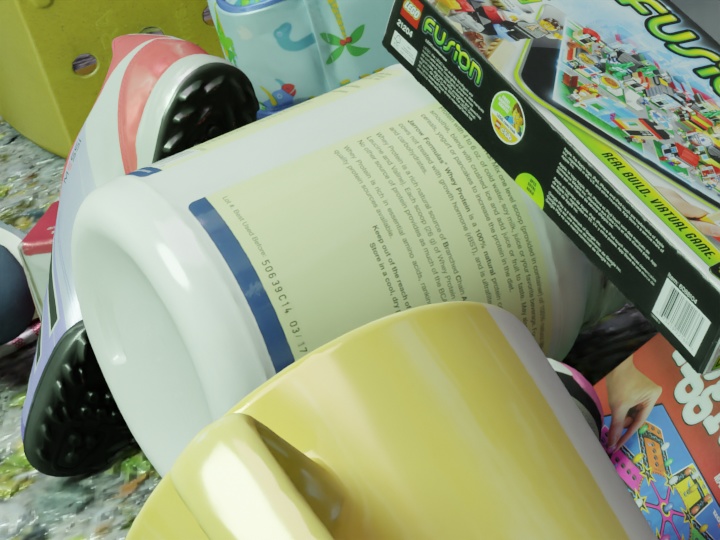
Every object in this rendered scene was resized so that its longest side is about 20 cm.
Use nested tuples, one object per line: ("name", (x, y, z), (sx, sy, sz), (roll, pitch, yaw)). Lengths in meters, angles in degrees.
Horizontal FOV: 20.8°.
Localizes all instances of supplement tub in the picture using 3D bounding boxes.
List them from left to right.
("supplement tub", (0.000, 0.000, 0.797), (0.200, 0.145, 0.145), (-24, 26, -24))

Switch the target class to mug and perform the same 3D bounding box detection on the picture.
("mug", (0.019, 0.115, 0.535), (0.186, 0.149, 0.153), (-4, 45, -45))

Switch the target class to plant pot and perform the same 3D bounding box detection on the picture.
("plant pot", (-0.153, -0.181, 1.234), (0.200, 0.200, 0.176), (-23, 37, -10))

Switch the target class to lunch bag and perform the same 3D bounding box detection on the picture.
("lunch bag", (0.025, -0.146, 0.965), (0.200, 0.083, 0.161), (-18, 27, -3))

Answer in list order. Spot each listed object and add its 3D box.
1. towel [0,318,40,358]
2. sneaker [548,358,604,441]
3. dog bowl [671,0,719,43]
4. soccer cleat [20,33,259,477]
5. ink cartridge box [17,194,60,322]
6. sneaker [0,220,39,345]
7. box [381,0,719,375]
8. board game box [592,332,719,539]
("towel", (-0.259, 0.036, 1.038), (0.200, 0.030, 0.146), (-29, 28, -21))
("sneaker", (0.003, 0.101, 0.689), (0.200, 0.074, 0.087), (-26, 26, -3))
("dog bowl", (0.207, -0.090, 0.928), (0.200, 0.079, 0.200), (-15, 26, 7))
("soccer cleat", (-0.109, -0.007, 0.864), (0.068, 0.200, 0.073), (9, 16, -46))
("ink cartridge box", (-0.061, -0.034, 0.984), (0.147, 0.086, 0.200), (-8, 28, 20))
("sneaker", (-0.251, 0.007, 0.987), (0.200, 0.070, 0.082), (4, 31, 35))
("box", (0.108, -0.050, 0.738), (0.110, 0.035, 0.200), (-15, 48, -34))
("board game box", (0.120, 0.081, 0.668), (0.103, 0.019, 0.200), (-40, 23, 10))
